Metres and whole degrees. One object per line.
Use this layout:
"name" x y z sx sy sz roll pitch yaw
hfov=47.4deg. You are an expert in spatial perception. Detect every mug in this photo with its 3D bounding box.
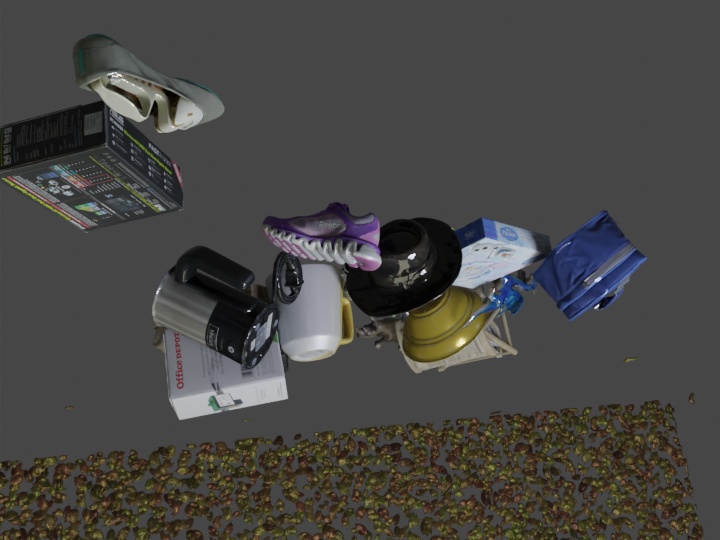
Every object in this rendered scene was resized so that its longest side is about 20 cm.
"mug" -0.080 0.084 1.537 0.184 0.155 0.149 0 159 -22

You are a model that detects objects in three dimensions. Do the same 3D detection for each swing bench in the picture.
"swing bench" 0.214 0.148 1.817 0.197 0.132 0.199 -17 171 30

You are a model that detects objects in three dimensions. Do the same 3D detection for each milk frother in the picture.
"milk frother" -0.218 0.038 1.405 0.186 0.183 0.200 23 -159 16

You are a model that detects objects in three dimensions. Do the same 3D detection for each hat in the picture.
"hat" 0.055 -0.024 1.283 0.198 0.203 0.081 -15 141 20

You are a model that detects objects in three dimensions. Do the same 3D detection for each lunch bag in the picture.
"lunch bag" 0.406 0.005 1.460 0.135 0.133 0.200 -34 167 -14

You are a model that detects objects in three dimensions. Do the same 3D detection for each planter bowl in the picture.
"planter bowl" 0.154 0.085 1.667 0.198 0.202 0.084 -18 124 27

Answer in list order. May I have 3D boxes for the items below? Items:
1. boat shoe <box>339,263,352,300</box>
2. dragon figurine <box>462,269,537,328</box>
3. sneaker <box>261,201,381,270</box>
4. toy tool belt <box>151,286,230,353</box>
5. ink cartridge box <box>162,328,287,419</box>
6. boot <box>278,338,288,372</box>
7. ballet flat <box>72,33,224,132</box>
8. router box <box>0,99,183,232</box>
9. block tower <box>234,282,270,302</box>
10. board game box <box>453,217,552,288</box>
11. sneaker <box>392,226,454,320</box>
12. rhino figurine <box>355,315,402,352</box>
"boat shoe" 0.000 0.000 1.470 0.068 0.073 0.200 20 160 -13
"dragon figurine" 0.282 0.057 1.616 0.099 0.201 0.059 45 149 -19
"sneaker" -0.054 -0.063 1.254 0.197 0.090 0.081 11 166 16
"toy tool belt" -0.295 0.072 1.525 0.198 0.124 0.125 -25 142 13
"ink cartridge box" -0.237 0.164 1.439 0.197 0.148 0.085 -10 144 -7
"boot" -0.248 0.195 1.895 0.155 0.081 0.211 -1 172 2
"ballet flat" -0.220 -0.180 0.868 0.067 0.065 0.199 -18 159 28
"router box" -0.325 -0.120 0.999 0.148 0.063 0.200 -12 161 10
"block tower" -0.166 0.074 1.627 0.057 0.055 0.199 -19 157 33
"board game box" 0.213 -0.027 1.500 0.197 0.044 0.199 11 153 -42
"sneaker" 0.100 0.005 1.376 0.084 0.200 0.077 40 156 1
"rhino figurine" 0.067 0.141 1.896 0.198 0.061 0.087 10 144 -36
